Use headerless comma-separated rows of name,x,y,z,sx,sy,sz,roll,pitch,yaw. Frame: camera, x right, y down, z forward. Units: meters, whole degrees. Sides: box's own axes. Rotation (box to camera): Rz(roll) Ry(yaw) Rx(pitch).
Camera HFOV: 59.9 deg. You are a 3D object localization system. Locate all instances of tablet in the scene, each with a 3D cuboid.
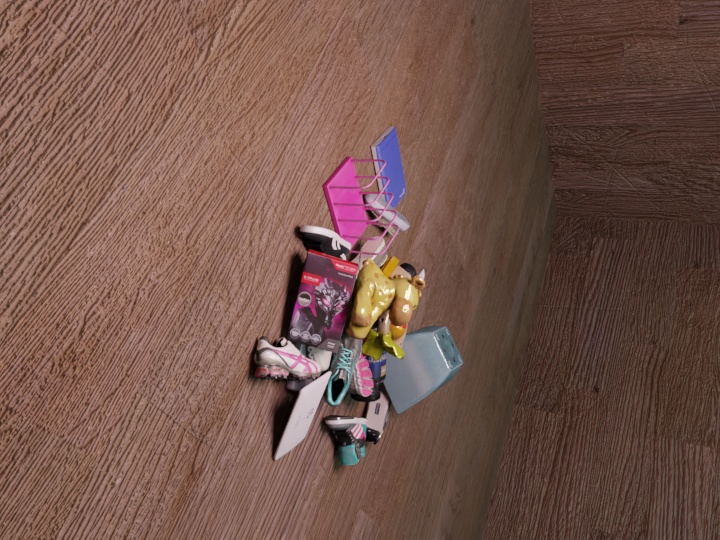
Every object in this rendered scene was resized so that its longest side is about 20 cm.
tablet,-0.130,0.331,1.429,0.129,0.013,0.205,-23,140,-59

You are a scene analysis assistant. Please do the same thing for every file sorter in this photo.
file sorter,0.012,-0.159,1.569,0.140,0.122,0.205,-55,140,-42

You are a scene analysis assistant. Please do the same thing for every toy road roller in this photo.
toy road roller,0.051,0.042,1.720,0.123,0.144,0.202,-49,173,-47

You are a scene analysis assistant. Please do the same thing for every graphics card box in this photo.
graphics card box,-0.085,0.069,1.402,0.051,0.121,0.207,-123,-132,-84

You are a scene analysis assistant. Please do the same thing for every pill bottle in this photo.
pill bottle,0.016,0.237,1.668,0.111,0.109,0.208,-14,107,-60

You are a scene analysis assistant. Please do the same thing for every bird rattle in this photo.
bird rattle,0.072,0.128,1.587,0.162,0.109,0.207,28,63,-60

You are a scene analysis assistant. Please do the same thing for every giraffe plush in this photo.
giraffe plush,0.060,0.066,1.434,0.172,0.157,0.207,150,-48,-80

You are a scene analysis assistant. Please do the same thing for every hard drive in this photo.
hard drive,0.083,-0.285,1.781,0.133,0.025,0.205,-52,138,-45

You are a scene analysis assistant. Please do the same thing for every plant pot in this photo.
plant pot,0.182,0.267,1.820,0.195,0.197,0.201,-9,72,-60

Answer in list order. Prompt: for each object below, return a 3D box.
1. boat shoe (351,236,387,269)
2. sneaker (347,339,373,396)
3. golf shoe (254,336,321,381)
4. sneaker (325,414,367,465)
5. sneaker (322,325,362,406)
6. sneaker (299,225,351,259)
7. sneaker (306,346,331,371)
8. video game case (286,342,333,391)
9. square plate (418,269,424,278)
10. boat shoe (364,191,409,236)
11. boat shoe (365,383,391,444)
boat shoe,0.002,0.001,1.602,0.202,0.071,0.061,-48,131,-25
sneaker,-0.030,0.220,1.586,0.073,0.085,0.207,-10,86,-55
golf shoe,-0.152,0.195,1.371,0.198,0.071,0.096,21,63,-55
sneaker,-0.039,0.446,1.643,0.199,0.081,0.125,32,58,-61
sneaker,-0.040,0.232,1.489,0.091,0.075,0.207,-137,-118,-81
sneaker,-0.084,-0.030,1.468,0.199,0.071,0.116,24,75,-60
sneaker,-0.077,0.137,1.464,0.075,0.079,0.208,-8,103,-62
video game case,-0.106,0.197,1.524,0.181,0.023,0.207,31,67,-59
square plate,0.112,0.116,1.796,0.201,0.028,0.200,-51,173,-47
boat shoe,0.066,-0.148,1.735,0.198,0.062,0.073,32,22,-46
boat shoe,0.049,0.405,1.824,0.094,0.072,0.203,99,11,-50
